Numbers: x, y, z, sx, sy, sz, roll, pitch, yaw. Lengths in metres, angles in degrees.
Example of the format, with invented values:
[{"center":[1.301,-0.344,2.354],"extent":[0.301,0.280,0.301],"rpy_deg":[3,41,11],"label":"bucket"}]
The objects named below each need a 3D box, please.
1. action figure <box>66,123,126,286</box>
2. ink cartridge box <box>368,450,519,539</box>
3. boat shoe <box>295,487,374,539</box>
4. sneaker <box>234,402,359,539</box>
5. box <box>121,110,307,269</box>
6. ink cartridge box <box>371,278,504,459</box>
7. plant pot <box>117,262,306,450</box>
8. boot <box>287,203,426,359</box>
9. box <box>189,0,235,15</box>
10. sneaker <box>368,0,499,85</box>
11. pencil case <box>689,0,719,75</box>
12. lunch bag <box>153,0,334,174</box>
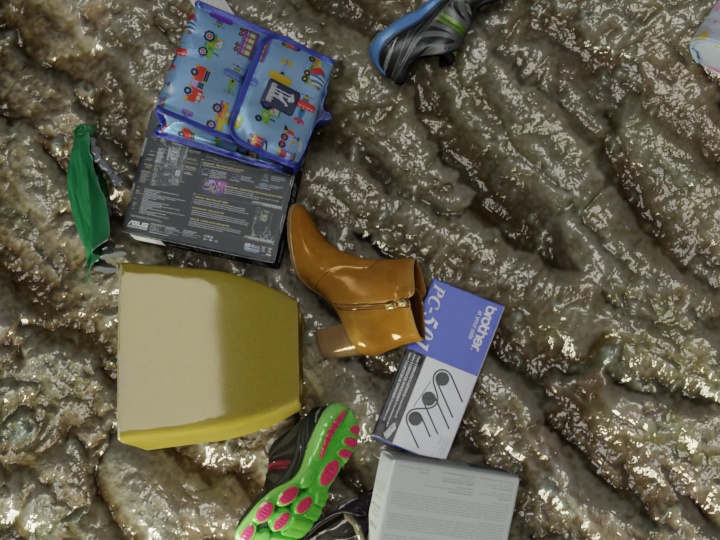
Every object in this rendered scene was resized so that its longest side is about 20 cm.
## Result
[{"center":[-0.329,-0.097,1.497],"extent":[0.054,0.118,0.201],"rpy_deg":[0,63,-31],"label":"action figure"},{"center":[0.084,0.316,1.378],"extent":[0.159,0.047,0.201],"rpy_deg":[11,93,-18],"label":"ink cartridge box"},{"center":[0.000,0.299,1.399],"extent":[0.199,0.065,0.072],"rpy_deg":[-27,77,-1],"label":"boat shoe"},{"center":[-0.077,0.241,1.408],"extent":[0.077,0.084,0.200],"rpy_deg":[48,68,-24],"label":"sneaker"},{"center":[-0.180,-0.101,1.502],"extent":[0.199,0.044,0.161],"rpy_deg":[11,80,7],"label":"box"},{"center":[0.092,0.121,1.436],"extent":[0.093,0.044,0.201],"rpy_deg":[22,82,7],"label":"ink cartridge box"},{"center":[-0.163,0.102,1.394],"extent":[0.198,0.194,0.197],"rpy_deg":[-1,79,0],"label":"plant pot"},{"center":[0.000,0.001,1.435],"extent":[0.143,0.071,0.203],"rpy_deg":[-17,85,22],"label":"boot"},{"center":[-0.209,-0.367,1.557],"extent":[0.041,0.039,0.201],"rpy_deg":[-33,78,-2],"label":"box"},{"center":[0.107,-0.301,1.509],"extent":[0.199,0.071,0.083],"rpy_deg":[-34,92,-1],"label":"sneaker"},{"center":[0.479,-0.332,1.468],"extent":[0.090,0.083,0.201],"rpy_deg":[28,83,15],"label":"pencil case"},{"center":[-0.132,-0.211,1.469],"extent":[0.199,0.094,0.151],"rpy_deg":[19,75,-5],"label":"lunch bag"}]
